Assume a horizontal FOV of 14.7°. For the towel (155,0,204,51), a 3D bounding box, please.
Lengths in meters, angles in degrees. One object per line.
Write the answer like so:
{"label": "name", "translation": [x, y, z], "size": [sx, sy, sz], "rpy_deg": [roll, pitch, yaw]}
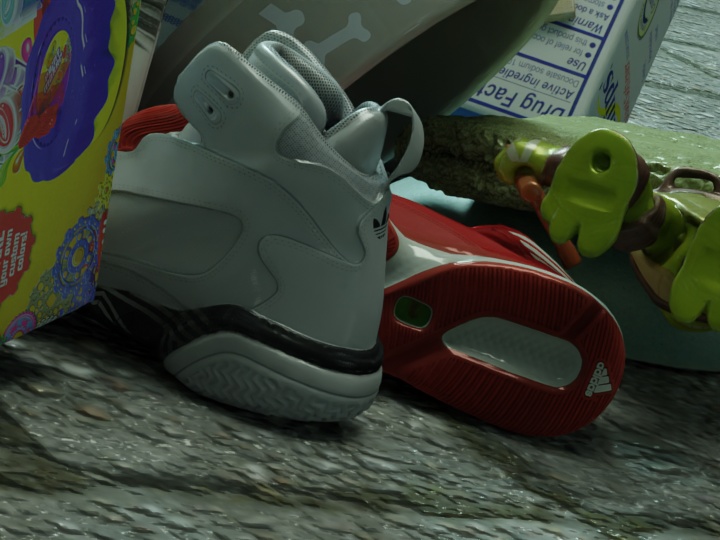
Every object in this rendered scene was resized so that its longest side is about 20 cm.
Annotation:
{"label": "towel", "translation": [-0.107, -0.116, 1.150], "size": [0.147, 0.200, 0.024], "rpy_deg": [15, 53, -12]}

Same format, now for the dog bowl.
{"label": "dog bowl", "translation": [-0.002, -0.088, 1.119], "size": [0.059, 0.200, 0.200], "rpy_deg": [54, 22, 9]}

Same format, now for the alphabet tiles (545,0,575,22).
{"label": "alphabet tiles", "translation": [-0.005, -0.147, 1.295], "size": [0.200, 0.168, 0.008], "rpy_deg": [-8, -25, 3]}

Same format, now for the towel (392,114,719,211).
{"label": "towel", "translation": [0.126, -0.034, 1.136], "size": [0.200, 0.037, 0.148], "rpy_deg": [14, 10, 37]}

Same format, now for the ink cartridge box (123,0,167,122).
{"label": "ink cartridge box", "translation": [-0.144, -0.120, 1.025], "size": [0.146, 0.200, 0.084], "rpy_deg": [14, 12, -15]}

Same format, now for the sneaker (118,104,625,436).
{"label": "sneaker", "translation": [0.000, 0.000, 1.030], "size": [0.200, 0.078, 0.116], "rpy_deg": [29, 5, 0]}

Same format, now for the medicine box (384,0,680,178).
{"label": "medicine box", "translation": [0.057, -0.148, 1.349], "size": [0.182, 0.200, 0.103], "rpy_deg": [20, -20, 15]}

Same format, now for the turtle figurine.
{"label": "turtle figurine", "translation": [0.124, 0.003, 0.988], "size": [0.200, 0.064, 0.161], "rpy_deg": [46, 2, 15]}

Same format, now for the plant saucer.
{"label": "plant saucer", "translation": [0.090, -0.011, 1.218], "size": [0.201, 0.039, 0.201], "rpy_deg": [16, 13, -4]}

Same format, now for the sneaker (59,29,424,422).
{"label": "sneaker", "translation": [-0.074, -0.032, 0.936], "size": [0.200, 0.115, 0.075], "rpy_deg": [20, 13, 13]}

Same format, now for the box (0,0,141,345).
{"label": "box", "translation": [-0.176, -0.096, 0.844], "size": [0.192, 0.200, 0.122], "rpy_deg": [24, 26, 24]}
